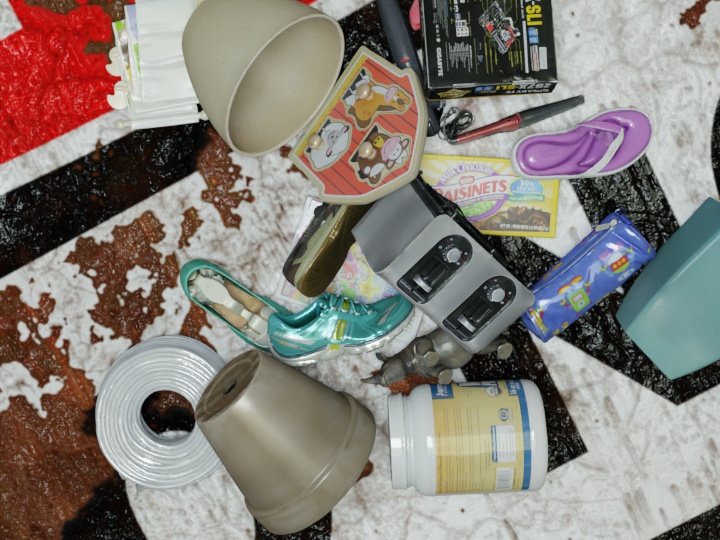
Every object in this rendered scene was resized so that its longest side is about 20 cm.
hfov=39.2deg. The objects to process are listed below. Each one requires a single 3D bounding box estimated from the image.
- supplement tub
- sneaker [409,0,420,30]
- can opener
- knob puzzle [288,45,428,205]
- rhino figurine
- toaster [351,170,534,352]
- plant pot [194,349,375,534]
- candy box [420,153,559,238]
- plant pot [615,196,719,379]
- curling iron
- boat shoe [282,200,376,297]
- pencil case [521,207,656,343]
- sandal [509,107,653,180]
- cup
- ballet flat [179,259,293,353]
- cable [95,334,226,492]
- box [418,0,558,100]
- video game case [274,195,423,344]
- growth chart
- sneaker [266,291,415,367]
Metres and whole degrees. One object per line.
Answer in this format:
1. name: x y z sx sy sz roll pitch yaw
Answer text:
1. supplement tub: 0.136 0.219 1.322 0.197 0.145 0.147 -3 98 0
2. sneaker: 0.150 -0.297 1.286 0.199 0.074 0.087 31 82 4
3. can opener: 0.059 -0.265 1.299 0.078 0.063 0.202 -15 98 2
4. knob puzzle: 0.004 -0.170 1.259 0.218 0.030 0.222 -15 65 33
5. rhino figurine: 0.093 0.113 1.330 0.198 0.087 0.060 -21 107 -5
6. toaster: 0.096 -0.020 1.246 0.119 0.200 0.181 -45 118 9
7. plant pot: -0.108 0.199 1.271 0.200 0.200 0.174 -42 113 5
8. candy box: 0.163 -0.099 1.340 0.197 0.026 0.104 3 94 -1
9. plant pot: 0.439 0.034 1.307 0.141 0.141 0.200 44 103 -5
10. curling iron: 0.198 -0.204 1.326 0.197 0.026 0.050 -11 100 1
11. boat shoe: -0.033 -0.063 1.305 0.065 0.073 0.201 30 79 34
12. pencil case: 0.291 0.006 1.327 0.199 0.078 0.087 -39 125 4
13. sandal: 0.293 -0.158 1.306 0.200 0.050 0.083 -18 90 -9
14. cup: -0.138 -0.264 1.252 0.143 0.200 0.201 41 96 21
15. ballet flat: -0.157 0.056 1.337 0.199 0.070 0.068 34 94 -5
16. cable: -0.258 0.191 1.355 0.198 0.069 0.202 -18 97 2
17. box: 0.151 -0.313 1.227 0.158 0.049 0.203 -4 82 -3
18. video game case: 0.000 0.000 1.357 0.198 0.018 0.145 19 96 -3
19. growth chart: -0.260 -0.284 1.319 0.143 0.018 0.203 2 98 0
20. sneaker: -0.025 0.066 1.307 0.198 0.078 0.080 -16 113 -4
